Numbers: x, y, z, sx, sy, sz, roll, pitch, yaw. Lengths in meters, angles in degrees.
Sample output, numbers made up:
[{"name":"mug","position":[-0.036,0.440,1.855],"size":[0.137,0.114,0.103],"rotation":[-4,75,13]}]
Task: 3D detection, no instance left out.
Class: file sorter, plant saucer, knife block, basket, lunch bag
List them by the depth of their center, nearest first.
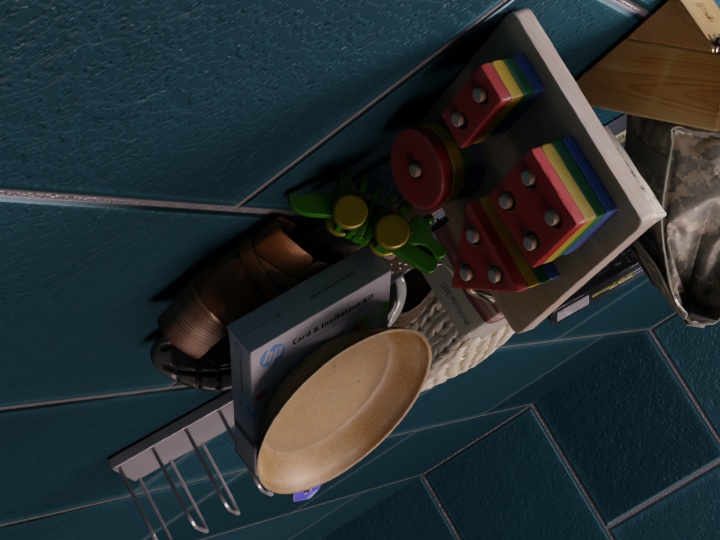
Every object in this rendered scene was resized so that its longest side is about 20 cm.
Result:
[{"name":"knife block","position":[0.314,-0.156,1.409],"size":[0.064,0.176,0.200],"rotation":[-13,158,-49]},{"name":"plant saucer","position":[-0.023,0.119,1.416],"size":[0.200,0.035,0.200],"rotation":[-31,149,-22]},{"name":"lunch bag","position":[0.315,-0.058,1.510],"size":[0.118,0.200,0.164],"rotation":[2,-163,-3]},{"name":"basket","position":[0.107,0.042,1.793],"size":[0.136,0.123,0.200],"rotation":[-22,163,-34]},{"name":"file sorter","position":[-0.183,0.245,1.917],"size":[0.200,0.125,0.139],"rotation":[-30,167,-4]}]

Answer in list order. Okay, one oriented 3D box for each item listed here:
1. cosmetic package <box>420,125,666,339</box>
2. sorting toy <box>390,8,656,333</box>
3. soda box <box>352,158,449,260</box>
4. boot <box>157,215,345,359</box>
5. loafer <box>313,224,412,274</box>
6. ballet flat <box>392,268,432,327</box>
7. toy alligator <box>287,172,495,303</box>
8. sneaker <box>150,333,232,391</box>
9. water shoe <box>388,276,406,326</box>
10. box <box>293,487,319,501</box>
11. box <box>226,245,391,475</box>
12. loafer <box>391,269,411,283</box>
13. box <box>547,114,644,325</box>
[{"name":"cosmetic package","position":[0.157,-0.034,1.384],"size":[0.200,0.103,0.087],"rotation":[-37,168,22]},{"name":"sorting toy","position":[0.112,-0.069,1.248],"size":[0.070,0.200,0.199],"rotation":[-19,163,-34]},{"name":"soda box","position":[0.085,-0.091,1.391],"size":[0.200,0.068,0.064],"rotation":[-32,166,6]},{"name":"boot","position":[-0.072,0.032,1.431],"size":[0.155,0.077,0.200],"rotation":[-41,134,17]},{"name":"loafer","position":[0.037,-0.038,1.496],"size":[0.200,0.068,0.076],"rotation":[-6,155,-24]},{"name":"ballet flat","position":[0.066,-0.001,1.670],"size":[0.200,0.067,0.046],"rotation":[-44,175,29]},{"name":"toy alligator","position":[0.035,-0.037,1.333],"size":[0.059,0.200,0.054],"rotation":[137,-23,-80]},{"name":"sneaker","position":[-0.119,0.075,1.548],"size":[0.200,0.075,0.079],"rotation":[-6,-173,-28]},{"name":"water shoe","position":[-0.036,0.061,1.675],"size":[0.200,0.072,0.079],"rotation":[-37,163,25]},{"name":"box","position":[-0.057,0.169,1.819],"size":[0.119,0.041,0.200],"rotation":[19,86,-72]},{"name":"box","position":[-0.046,0.085,1.422],"size":[0.156,0.041,0.200],"rotation":[-30,147,-24]},{"name":"loafer","position":[0.000,0.000,1.547],"size":[0.200,0.072,0.063],"rotation":[-27,170,-26]},{"name":"box","position":[0.250,-0.058,1.659],"size":[0.200,0.158,0.051],"rotation":[-30,158,-4]}]
